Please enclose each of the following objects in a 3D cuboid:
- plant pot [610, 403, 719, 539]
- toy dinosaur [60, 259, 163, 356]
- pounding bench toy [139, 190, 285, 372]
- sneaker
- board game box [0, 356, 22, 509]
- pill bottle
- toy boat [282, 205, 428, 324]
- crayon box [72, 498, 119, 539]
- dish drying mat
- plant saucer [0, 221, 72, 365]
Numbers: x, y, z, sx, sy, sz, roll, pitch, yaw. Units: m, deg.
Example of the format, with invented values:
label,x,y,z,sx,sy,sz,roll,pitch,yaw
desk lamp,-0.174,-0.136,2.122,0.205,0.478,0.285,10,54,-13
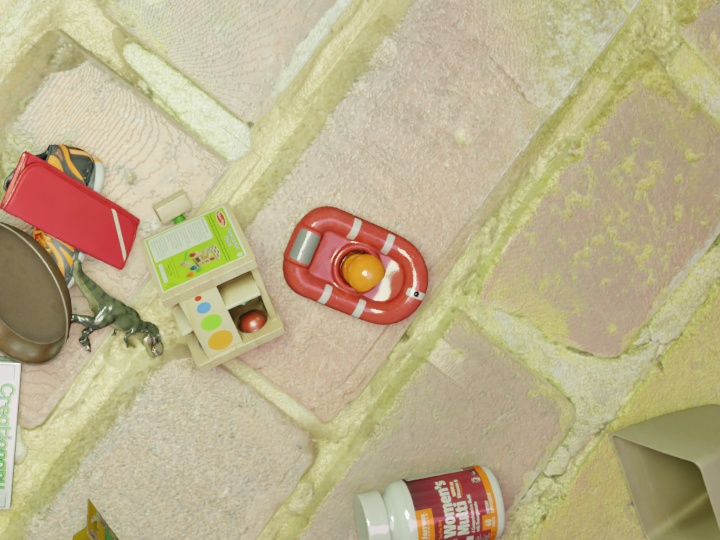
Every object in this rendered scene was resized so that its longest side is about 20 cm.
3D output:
label,x,y,z,sx,sy,sz,roll,pitch,yaw
plant pot,0.531,0.311,1.538,0.177,0.200,0.201,-26,104,-20
toy dinosaur,-0.340,0.062,1.329,0.088,0.047,0.200,-37,136,0
pounding bench toy,-0.200,0.005,1.344,0.124,0.200,0.156,-25,135,-7
sneaker,-0.400,-0.063,1.278,0.112,0.077,0.201,18,83,-55
board game box,-0.514,0.210,1.334,0.126,0.035,0.201,4,97,-15
pill bottle,0.098,0.349,1.469,0.199,0.110,0.110,-8,100,-13
toy boat,0.000,0.000,1.381,0.199,0.131,0.131,22,93,-16
crayon box,-0.327,0.416,1.365,0.052,0.126,0.200,-33,104,-7
dish drying mat,-0.351,-0.070,1.262,0.200,0.018,0.077,36,69,-53
plant saucer,-0.430,0.023,1.273,0.034,0.200,0.201,-41,111,-50
